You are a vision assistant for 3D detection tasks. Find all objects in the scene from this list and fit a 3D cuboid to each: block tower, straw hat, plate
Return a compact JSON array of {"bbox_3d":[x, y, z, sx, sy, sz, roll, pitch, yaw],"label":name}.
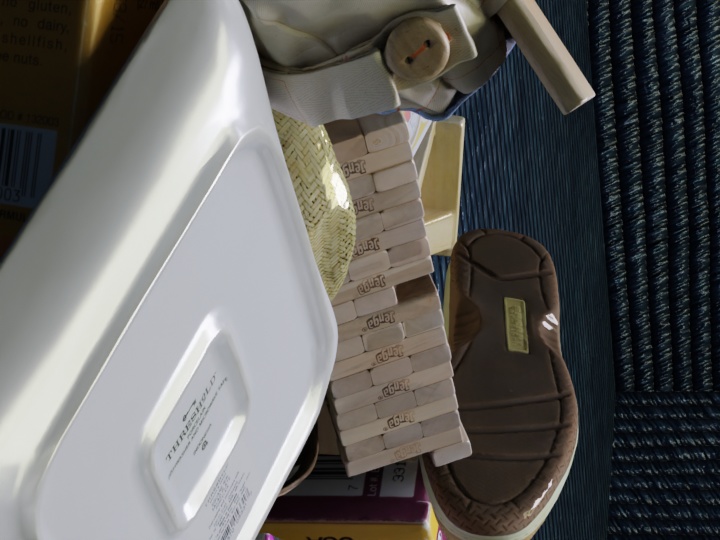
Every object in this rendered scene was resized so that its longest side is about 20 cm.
[{"bbox_3d":[0.000,0.000,0.978,0.054,0.058,0.200,-111,-175,-47],"label":"block tower"},{"bbox_3d":[-0.046,-0.025,0.854,0.201,0.085,0.202,169,-90,-84],"label":"straw hat"},{"bbox_3d":[-0.060,0.043,0.716,0.200,0.032,0.200,-62,156,-28],"label":"plate"}]

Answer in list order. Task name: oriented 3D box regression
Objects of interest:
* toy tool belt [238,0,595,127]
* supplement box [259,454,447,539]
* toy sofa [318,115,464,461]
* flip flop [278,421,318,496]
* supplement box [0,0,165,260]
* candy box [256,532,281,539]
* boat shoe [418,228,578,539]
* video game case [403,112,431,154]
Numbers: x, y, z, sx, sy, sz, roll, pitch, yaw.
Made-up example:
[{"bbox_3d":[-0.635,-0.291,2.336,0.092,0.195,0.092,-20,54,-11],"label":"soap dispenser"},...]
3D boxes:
[{"bbox_3d":[0.006,-0.107,0.795,0.125,0.123,0.200,-55,-160,10],"label":"toy tool belt"},{"bbox_3d":[0.003,0.150,1.215,0.131,0.103,0.201,-81,166,-48],"label":"supplement box"},{"bbox_3d":[-0.008,0.000,1.154,0.200,0.097,0.083,-74,169,-57],"label":"toy sofa"},{"bbox_3d":[-0.040,0.061,0.984,0.200,0.057,0.081,138,-43,-70],"label":"flip flop"},{"bbox_3d":[-0.088,-0.090,0.708,0.066,0.069,0.201,-3,103,-67],"label":"supplement box"},{"bbox_3d":[-0.018,0.206,1.041,0.200,0.061,0.137,36,51,-55],"label":"candy box"},{"bbox_3d":[0.061,0.069,1.112,0.200,0.071,0.076,-77,-179,-52],"label":"boat shoe"},{"bbox_3d":[0.001,-0.110,1.037,0.182,0.023,0.200,80,27,-43],"label":"video game case"}]
